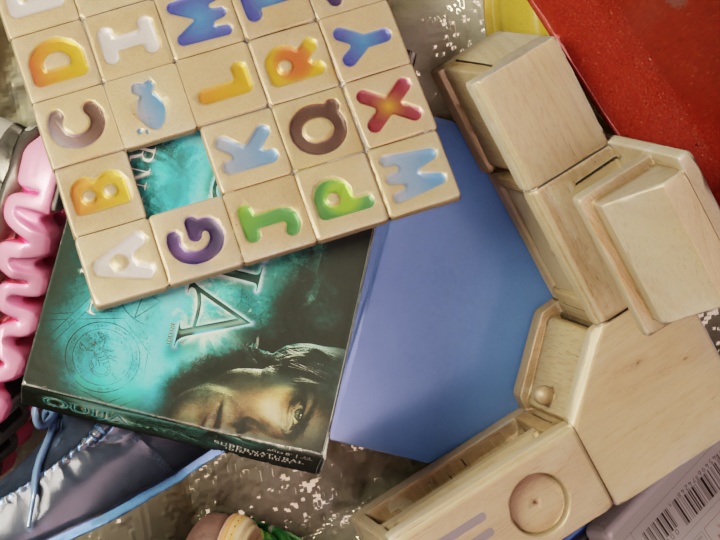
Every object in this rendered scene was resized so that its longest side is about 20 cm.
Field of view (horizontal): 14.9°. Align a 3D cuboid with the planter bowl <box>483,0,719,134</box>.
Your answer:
[{"bbox_3d":[0.163,-0.126,1.276,0.199,0.083,0.202,-3,103,-12],"label":"planter bowl"}]

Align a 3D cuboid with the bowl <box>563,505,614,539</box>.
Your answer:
[{"bbox_3d":[0.128,0.198,1.326,0.200,0.039,0.202,-3,96,-33],"label":"bowl"}]

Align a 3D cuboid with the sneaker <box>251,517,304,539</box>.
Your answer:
[{"bbox_3d":[-0.035,0.157,1.301,0.199,0.074,0.084,-10,108,-9],"label":"sneaker"}]

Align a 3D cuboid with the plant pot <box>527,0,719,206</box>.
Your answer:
[{"bbox_3d":[0.193,-0.135,1.145,0.176,0.200,0.200,-38,107,-13],"label":"plant pot"}]

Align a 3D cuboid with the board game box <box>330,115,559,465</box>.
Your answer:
[{"bbox_3d":[0.000,0.000,1.294,0.199,0.039,0.159,14,93,-17],"label":"board game box"}]

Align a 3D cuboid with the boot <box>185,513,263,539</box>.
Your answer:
[{"bbox_3d":[-0.146,0.169,1.248,0.166,0.072,0.201,28,107,11],"label":"boot"}]

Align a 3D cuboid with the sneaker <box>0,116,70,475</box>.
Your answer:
[{"bbox_3d":[-0.186,0.018,1.249,0.095,0.079,0.201,17,98,7],"label":"sneaker"}]

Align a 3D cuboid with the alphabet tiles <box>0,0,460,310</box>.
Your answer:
[{"bbox_3d":[-0.066,-0.096,1.213,0.166,0.008,0.201,-17,70,-8],"label":"alphabet tiles"}]

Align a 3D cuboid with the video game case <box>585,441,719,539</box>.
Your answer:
[{"bbox_3d":[0.221,0.128,1.338,0.200,0.022,0.183,-43,111,-23],"label":"video game case"}]

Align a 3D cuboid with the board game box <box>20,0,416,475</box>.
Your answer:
[{"bbox_3d":[-0.060,-0.021,1.209,0.134,0.028,0.201,13,67,-2],"label":"board game box"}]

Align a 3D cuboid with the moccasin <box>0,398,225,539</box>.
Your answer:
[{"bbox_3d":[-0.105,0.065,1.226,0.199,0.080,0.068,-31,99,-17],"label":"moccasin"}]

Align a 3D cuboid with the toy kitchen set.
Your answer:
[{"bbox_3d":[0.063,0.025,1.207,0.180,0.163,0.201,-31,104,-11],"label":"toy kitchen set"}]
